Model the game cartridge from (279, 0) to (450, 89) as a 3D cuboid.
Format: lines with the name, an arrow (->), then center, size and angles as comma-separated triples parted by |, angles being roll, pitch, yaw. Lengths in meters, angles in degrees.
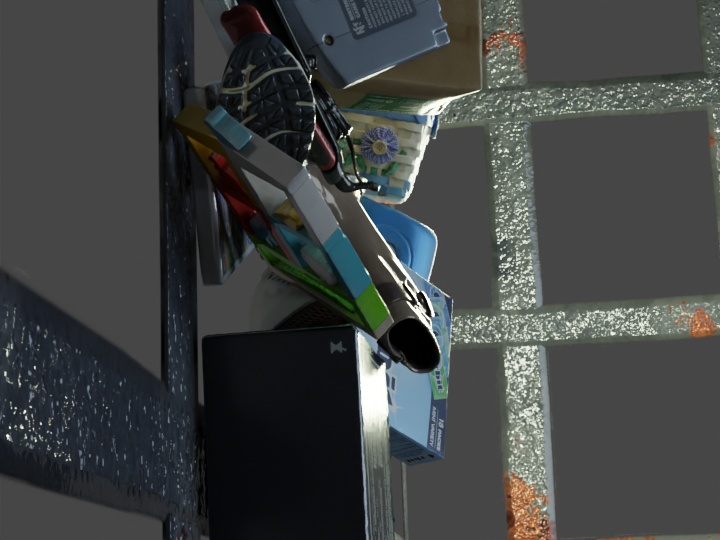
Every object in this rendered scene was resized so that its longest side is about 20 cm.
game cartridge -> -0.016, -0.264, 1.285 | 0.202, 0.132, 0.041 | 68, -18, -5

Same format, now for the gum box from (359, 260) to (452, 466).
gum box -> 0.010, 0.065, 1.401 | 0.199, 0.044, 0.172 | 36, 49, -42

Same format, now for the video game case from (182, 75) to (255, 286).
video game case -> -0.105, -0.078, 1.186 | 0.200, 0.018, 0.145 | -67, 153, -78

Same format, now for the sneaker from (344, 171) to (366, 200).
sneaker -> -0.040, -0.043, 1.456 | 0.200, 0.076, 0.086 | 109, -8, -72

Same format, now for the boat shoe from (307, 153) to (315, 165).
boat shoe -> -0.058, -0.120, 1.281 | 0.201, 0.063, 0.071 | 76, 11, -59

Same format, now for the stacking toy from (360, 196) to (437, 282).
stacking toy -> -0.012, 0.009, 1.635 | 0.200, 0.115, 0.111 | -33, -145, 63

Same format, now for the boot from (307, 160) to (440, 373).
boot -> 0.000, 0.000, 1.267 | 0.200, 0.070, 0.147 | 41, 12, -47

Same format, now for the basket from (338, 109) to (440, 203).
basket -> 0.007, -0.176, 1.608 | 0.139, 0.174, 0.203 | 53, 43, -87

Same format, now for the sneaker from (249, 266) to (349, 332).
sneaker -> -0.054, 0.020, 1.221 | 0.200, 0.072, 0.086 | 141, -53, -62

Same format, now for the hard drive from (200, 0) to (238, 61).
hard drive -> -0.109, -0.254, 1.220 | 0.200, 0.026, 0.134 | 70, 17, -73

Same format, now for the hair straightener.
hair straightener -> -0.037, -0.145, 1.204 | 0.201, 0.041, 0.077 | 54, 37, -26

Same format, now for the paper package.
paper package -> 0.001, -0.245, 1.366 | 0.103, 0.198, 0.193 | 164, -73, -68

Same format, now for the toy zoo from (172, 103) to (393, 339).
toy zoo -> -0.058, -0.043, 1.046 | 0.131, 0.020, 0.201 | 31, -20, 42

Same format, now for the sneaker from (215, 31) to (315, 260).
sneaker -> -0.076, -0.100, 1.147 | 0.087, 0.077, 0.202 | -114, -166, -46

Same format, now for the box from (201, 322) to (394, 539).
box -> -0.043, 0.155, 1.142 | 0.198, 0.122, 0.203 | 62, 24, -78
